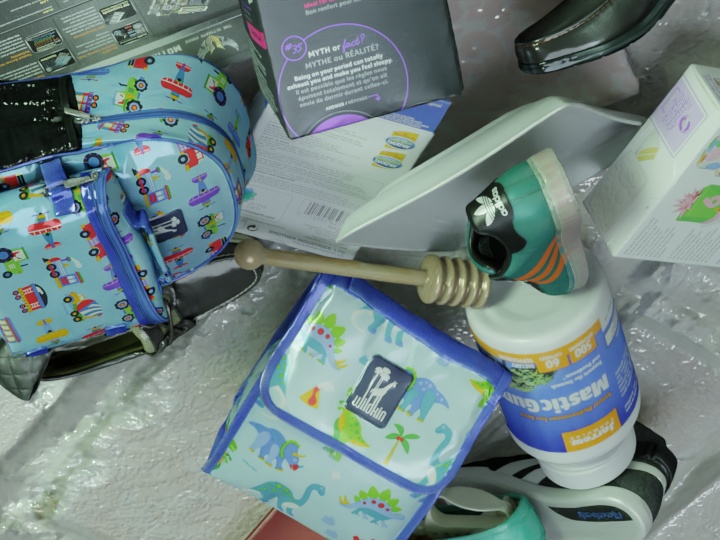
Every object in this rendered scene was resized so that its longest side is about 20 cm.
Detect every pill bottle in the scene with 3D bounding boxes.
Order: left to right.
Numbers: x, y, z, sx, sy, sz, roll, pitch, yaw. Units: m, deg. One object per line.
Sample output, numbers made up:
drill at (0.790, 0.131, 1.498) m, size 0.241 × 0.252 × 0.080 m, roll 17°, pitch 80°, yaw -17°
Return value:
pill bottle at (0.157, 0.079, 1.777) m, size 0.111 × 0.112 × 0.201 m, roll -16°, pitch 134°, yaw 7°

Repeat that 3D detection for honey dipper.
honey dipper at (0.000, 0.000, 1.665) m, size 0.199 × 0.038 × 0.038 m, roll 7°, pitch 133°, yaw -23°

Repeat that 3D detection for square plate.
square plate at (0.100, -0.070, 1.617) m, size 0.199 × 0.029 × 0.198 m, roll -30°, pitch 165°, yaw 24°

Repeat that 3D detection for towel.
towel at (0.077, -0.162, 1.586) m, size 0.190 × 0.032 × 0.200 m, roll -22°, pitch 134°, yaw 11°

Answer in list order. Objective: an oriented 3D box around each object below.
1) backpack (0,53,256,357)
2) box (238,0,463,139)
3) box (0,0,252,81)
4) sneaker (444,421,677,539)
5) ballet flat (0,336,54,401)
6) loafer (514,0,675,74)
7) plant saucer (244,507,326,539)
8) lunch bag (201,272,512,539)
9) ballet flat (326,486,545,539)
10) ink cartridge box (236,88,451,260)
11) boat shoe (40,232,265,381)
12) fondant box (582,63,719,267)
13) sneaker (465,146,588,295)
backpack at (-0.165, -0.049, 1.523) m, size 0.199 × 0.135 × 0.183 m, roll -13°, pitch 139°, yaw -1°
box at (-0.020, -0.202, 1.427) m, size 0.121 × 0.106 × 0.201 m, roll -15°, pitch 114°, yaw -7°
box at (-0.172, -0.184, 1.512) m, size 0.199 × 0.049 × 0.159 m, roll -20°, pitch 135°, yaw 10°
sneaker at (0.174, 0.171, 1.900) m, size 0.199 × 0.112 × 0.073 m, roll 4°, pitch 129°, yaw 36°
ballet flat at (-0.192, 0.015, 1.670) m, size 0.200 × 0.066 × 0.057 m, roll -39°, pitch 100°, yaw 7°
loafer at (0.180, -0.202, 1.519) m, size 0.199 × 0.073 × 0.073 m, roll -34°, pitch 113°, yaw -11°
plant saucer at (-0.018, 0.252, 1.970) m, size 0.199 × 0.037 × 0.200 m, roll 20°, pitch 127°, yaw -27°
lunch bag at (-0.001, 0.106, 1.741) m, size 0.169 × 0.128 × 0.200 m, roll 30°, pitch 124°, yaw -6°
ballet flat at (0.052, 0.207, 1.866) m, size 0.199 × 0.067 × 0.071 m, roll -5°, pitch 114°, yaw 14°
ink cartridge box at (-0.026, -0.086, 1.606) m, size 0.119 × 0.042 × 0.200 m, roll 15°, pitch 145°, yaw -16°
boat shoe at (-0.162, 0.034, 1.714) m, size 0.200 × 0.066 × 0.072 m, roll -20°, pitch 134°, yaw 10°
fondant box at (0.281, -0.070, 1.654) m, size 0.199 × 0.058 × 0.145 m, roll 4°, pitch 136°, yaw -38°
sneaker at (0.112, -0.025, 1.613) m, size 0.079 × 0.072 × 0.200 m, roll -23°, pitch 159°, yaw -1°
